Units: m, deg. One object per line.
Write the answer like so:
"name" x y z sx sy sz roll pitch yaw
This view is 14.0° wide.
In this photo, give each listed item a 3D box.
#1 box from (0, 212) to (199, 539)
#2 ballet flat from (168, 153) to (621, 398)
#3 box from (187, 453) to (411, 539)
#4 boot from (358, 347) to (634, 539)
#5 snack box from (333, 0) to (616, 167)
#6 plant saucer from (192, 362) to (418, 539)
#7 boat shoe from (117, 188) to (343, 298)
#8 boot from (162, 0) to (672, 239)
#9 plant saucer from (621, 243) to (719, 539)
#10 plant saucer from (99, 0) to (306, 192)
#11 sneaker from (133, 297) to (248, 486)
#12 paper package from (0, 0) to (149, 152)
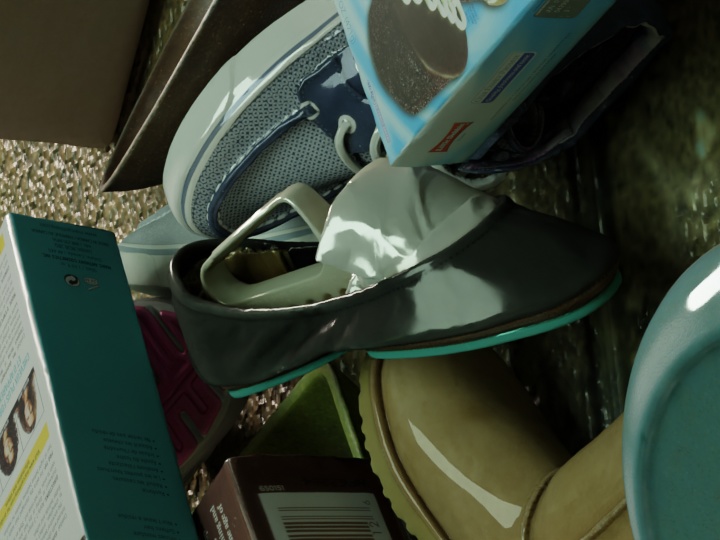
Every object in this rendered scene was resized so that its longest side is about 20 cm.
"box" -0.110 0.075 1.115 0.082 0.049 0.200 -60 33 34
"ballet flat" 0.000 0.000 1.030 0.199 0.068 0.069 -15 110 43
"box" -0.046 0.169 1.103 0.200 0.075 0.100 -55 44 39
"boot" 0.094 0.054 0.994 0.200 0.066 0.176 -45 65 47
"snack box" 0.020 -0.151 0.995 0.116 0.037 0.201 -48 54 49
"plant saucer" -0.011 0.170 1.160 0.200 0.048 0.201 -50 49 44
"boat shoe" -0.032 -0.023 1.189 0.200 0.070 0.072 -7 73 52
"boot" 0.016 -0.058 1.058 0.200 0.073 0.091 -42 55 19
"plant saucer" 0.150 0.082 0.864 0.200 0.027 0.201 24 126 37
"plant saucer" -0.041 -0.112 1.155 0.201 0.037 0.200 -61 8 14
"sneaker" -0.101 0.060 1.262 0.200 0.088 0.082 -31 81 48
"paper package" -0.185 -0.165 1.305 0.103 0.190 0.201 43 123 48
